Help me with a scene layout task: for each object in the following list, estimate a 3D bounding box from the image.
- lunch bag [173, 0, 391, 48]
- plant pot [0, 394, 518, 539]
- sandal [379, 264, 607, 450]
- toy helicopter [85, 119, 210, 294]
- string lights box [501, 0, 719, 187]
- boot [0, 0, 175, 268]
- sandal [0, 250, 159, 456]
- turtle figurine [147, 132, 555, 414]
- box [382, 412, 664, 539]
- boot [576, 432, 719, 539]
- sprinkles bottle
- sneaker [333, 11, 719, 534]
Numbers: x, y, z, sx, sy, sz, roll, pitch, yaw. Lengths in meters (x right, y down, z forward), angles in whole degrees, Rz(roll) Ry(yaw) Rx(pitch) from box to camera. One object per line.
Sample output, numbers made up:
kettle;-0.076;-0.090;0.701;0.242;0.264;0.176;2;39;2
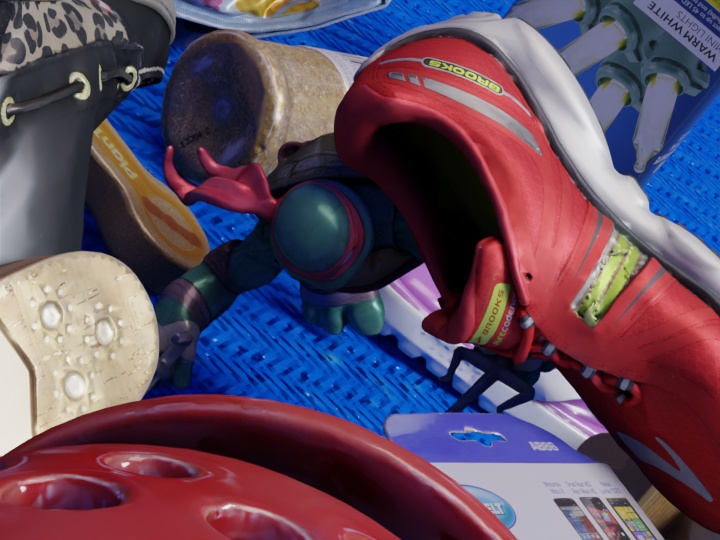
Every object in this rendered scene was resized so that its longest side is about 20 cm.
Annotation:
lunch bag;-0.077;-0.189;1.041;0.200;0.127;0.170;18;28;-19
plant pot;-0.049;0.125;0.447;0.200;0.200;0.183;38;18;1
sandal;0.085;0.037;0.953;0.202;0.050;0.083;27;27;-24
toy helicopter;-0.127;-0.072;0.834;0.200;0.079;0.132;51;18;-1
string lights box;0.126;-0.109;1.081;0.103;0.200;0.059;41;24;8
boot;-0.109;-0.023;0.716;0.073;0.154;0.204;-2;0;12
sandal;-0.108;0.048;0.559;0.212;0.070;0.078;-38;111;-47
turtle figurine;0.000;0.000;0.792;0.149;0.101;0.200;6;5;13
box;0.072;0.124;0.649;0.119;0.041;0.200;7;38;-51
boot;0.174;0.139;0.876;0.144;0.071;0.201;12;37;-51
sprinkles bottle;0.003;-0.061;0.991;0.200;0.068;0.068;5;40;-50
sneaker;0.061;0.012;0.723;0.085;0.077;0.200;-33;81;-41
